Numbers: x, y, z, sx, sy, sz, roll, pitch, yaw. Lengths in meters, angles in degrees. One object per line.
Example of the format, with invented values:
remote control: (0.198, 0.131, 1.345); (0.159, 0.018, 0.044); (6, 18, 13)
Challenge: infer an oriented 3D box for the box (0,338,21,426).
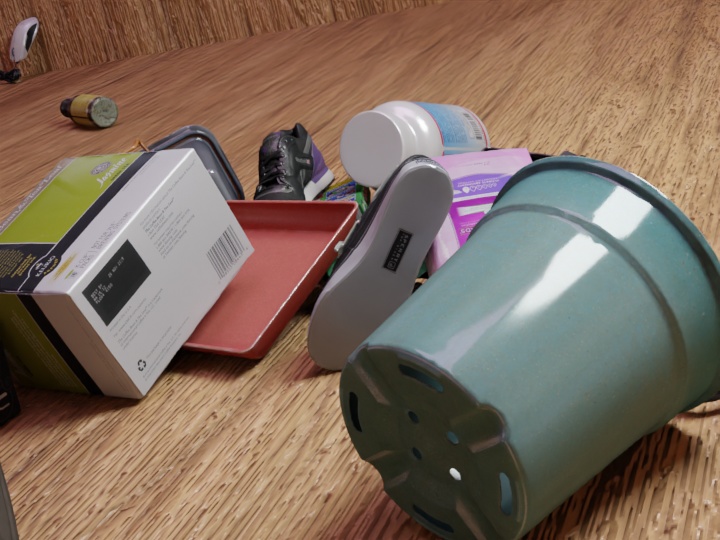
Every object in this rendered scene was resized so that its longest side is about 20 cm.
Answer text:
box: (-0.409, 0.119, 1.093); (0.122, 0.107, 0.200); (-1, 21, 27)

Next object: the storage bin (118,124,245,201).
storage bin: (-0.225, -0.066, 1.414); (0.199, 0.146, 0.134); (-30, 23, -6)

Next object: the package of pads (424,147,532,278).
package of pads: (0.113, -0.028, 1.129); (0.120, 0.076, 0.200); (-10, 39, -1)

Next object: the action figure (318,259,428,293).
action figure: (0.000, 0.000, 1.250); (0.118, 0.055, 0.200); (-28, 27, -34)

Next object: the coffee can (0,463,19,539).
coffee can: (-0.344, 0.165, 0.849); (0.199, 0.147, 0.146); (-17, 19, -11)

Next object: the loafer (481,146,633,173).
loafer: (0.210, -0.104, 1.400); (0.199, 0.063, 0.072); (4, 25, 41)

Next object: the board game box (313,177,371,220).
board game box: (-0.085, -0.043, 1.419); (0.199, 0.029, 0.135); (-22, 18, 8)

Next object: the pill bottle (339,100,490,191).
pill bottle: (0.061, -0.138, 1.453); (0.108, 0.109, 0.200); (-2, 3, 31)

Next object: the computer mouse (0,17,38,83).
computer mouse: (-0.963, -0.623, 3.565); (0.109, 0.201, 0.044); (16, -5, 44)

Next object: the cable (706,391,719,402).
cable: (0.316, 0.049, 0.892); (0.199, 0.051, 0.097); (-7, 18, 13)

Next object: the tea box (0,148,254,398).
tea box: (-0.247, 0.000, 1.200); (0.196, 0.134, 0.200); (2, 44, 39)

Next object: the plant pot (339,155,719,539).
plant pot: (0.103, 0.061, 0.810); (0.200, 0.201, 0.196); (7, 35, 46)

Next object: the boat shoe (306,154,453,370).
boat shoe: (0.011, -0.010, 1.097); (0.073, 0.200, 0.068); (21, 12, -15)

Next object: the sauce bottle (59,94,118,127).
sauce bottle: (-0.557, -0.327, 2.585); (0.065, 0.065, 0.200); (-23, 22, -29)

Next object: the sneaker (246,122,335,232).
sneaker: (-0.095, -0.102, 1.407); (0.075, 0.088, 0.200); (-18, 18, 19)

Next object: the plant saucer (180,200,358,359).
plant saucer: (-0.115, 0.011, 1.236); (0.199, 0.037, 0.200); (2, 46, 43)
